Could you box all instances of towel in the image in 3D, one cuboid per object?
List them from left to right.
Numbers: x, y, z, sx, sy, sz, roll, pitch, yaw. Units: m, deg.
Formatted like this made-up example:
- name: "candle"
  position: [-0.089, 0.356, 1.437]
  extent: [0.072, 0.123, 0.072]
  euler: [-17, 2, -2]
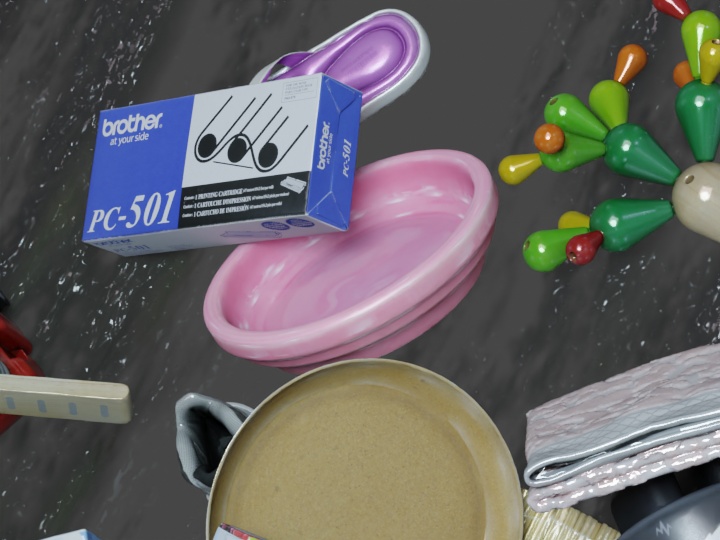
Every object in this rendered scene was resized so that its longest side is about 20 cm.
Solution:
- name: "towel"
  position: [0.190, 0.078, 1.407]
  extent: [0.200, 0.191, 0.032]
  euler: [-18, 97, 9]

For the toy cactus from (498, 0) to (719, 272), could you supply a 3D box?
- name: "toy cactus"
  position: [0.189, -0.071, 1.509]
  extent: [0.165, 0.102, 0.200]
  euler: [34, 75, 13]

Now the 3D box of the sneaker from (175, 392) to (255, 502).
- name: "sneaker"
  position: [-0.060, 0.156, 1.481]
  extent: [0.075, 0.115, 0.200]
  euler: [-39, 67, 0]

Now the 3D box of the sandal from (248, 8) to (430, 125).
- name: "sandal"
  position: [-0.046, -0.108, 1.600]
  extent: [0.203, 0.050, 0.082]
  euler: [-42, 65, 1]

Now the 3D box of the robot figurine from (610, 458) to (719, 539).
- name: "robot figurine"
  position: [0.217, 0.196, 1.387]
  extent: [0.150, 0.125, 0.200]
  euler: [-32, 66, 18]

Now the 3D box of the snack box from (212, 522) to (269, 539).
- name: "snack box"
  position: [-0.051, 0.265, 1.388]
  extent: [0.142, 0.053, 0.200]
  euler: [25, 84, -23]

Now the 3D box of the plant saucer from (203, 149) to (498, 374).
- name: "plant saucer"
  position: [0.000, 0.000, 1.505]
  extent: [0.200, 0.051, 0.201]
  euler: [-24, 26, 12]

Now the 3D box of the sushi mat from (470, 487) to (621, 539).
- name: "sushi mat"
  position: [0.080, 0.232, 1.474]
  extent: [0.096, 0.012, 0.200]
  euler: [23, 79, 23]

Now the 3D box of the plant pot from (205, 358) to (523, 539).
- name: "plant pot"
  position: [0.001, 0.152, 1.450]
  extent: [0.200, 0.027, 0.200]
  euler: [0, 90, -18]

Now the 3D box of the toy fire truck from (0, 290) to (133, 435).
- name: "toy fire truck"
  position: [-0.237, 0.062, 1.529]
  extent: [0.129, 0.176, 0.200]
  euler: [-42, 67, -2]

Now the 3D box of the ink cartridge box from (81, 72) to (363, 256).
- name: "ink cartridge box"
  position: [-0.092, -0.066, 1.559]
  extent: [0.200, 0.044, 0.094]
  euler: [-6, 71, 40]

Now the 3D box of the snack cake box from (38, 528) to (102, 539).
- name: "snack cake box"
  position: [-0.165, 0.271, 1.474]
  extent: [0.067, 0.115, 0.200]
  euler: [-15, 70, 10]
